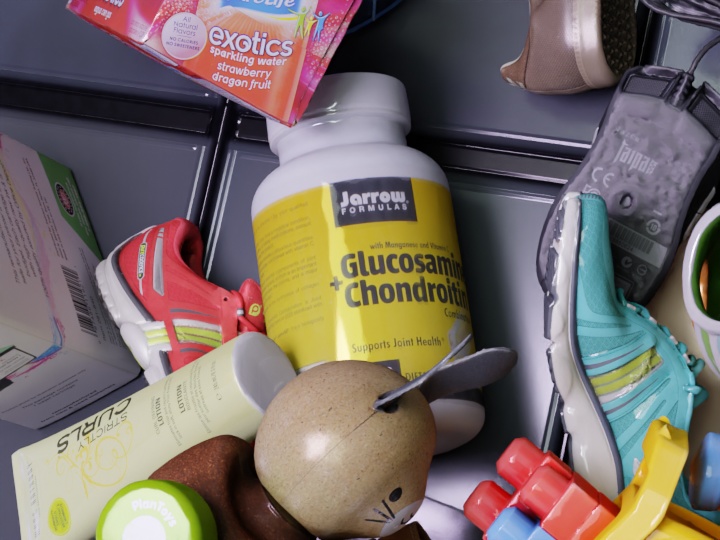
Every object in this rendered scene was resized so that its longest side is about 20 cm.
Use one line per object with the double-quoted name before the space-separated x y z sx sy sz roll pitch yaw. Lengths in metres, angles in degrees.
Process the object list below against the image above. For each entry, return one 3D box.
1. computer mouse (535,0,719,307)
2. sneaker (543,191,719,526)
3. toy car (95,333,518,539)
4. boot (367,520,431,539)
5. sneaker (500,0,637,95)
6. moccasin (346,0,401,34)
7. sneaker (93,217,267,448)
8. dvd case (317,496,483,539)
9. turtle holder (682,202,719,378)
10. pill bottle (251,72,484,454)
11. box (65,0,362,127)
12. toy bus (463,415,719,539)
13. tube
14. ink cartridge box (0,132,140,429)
"computer mouse" 0.185 -0.054 1.250 0.140 0.046 0.201 22 98 16
"sneaker" 0.139 0.053 1.219 0.079 0.078 0.202 -12 102 8
"toy car" -0.001 0.109 1.139 0.200 0.164 0.158 -44 76 8
"boot" -0.034 0.178 1.257 0.155 0.077 0.201 -38 69 13
"sneaker" 0.109 -0.196 1.304 0.075 0.070 0.202 -7 71 32
"moccasin" 0.025 -0.221 1.343 0.200 0.068 0.081 -47 66 9
"sneaker" -0.079 0.046 1.321 0.085 0.077 0.201 -36 60 2
"dvd case" 0.005 0.192 1.290 0.199 0.016 0.150 18 86 26
"turtle holder" 0.241 0.014 1.139 0.185 0.131 0.142 27 99 53
"pill bottle" 0.000 0.000 1.282 0.111 0.112 0.202 -14 74 19
"box" -0.083 -0.154 1.299 0.096 0.099 0.200 -61 22 1
"toy bus" 0.154 0.140 1.149 0.192 0.136 0.200 42 95 5
"tube" -0.119 0.097 1.253 0.199 0.058 0.052 -30 106 34
"ink cartridge box" -0.222 -0.005 1.327 0.084 0.200 0.146 -27 69 14
